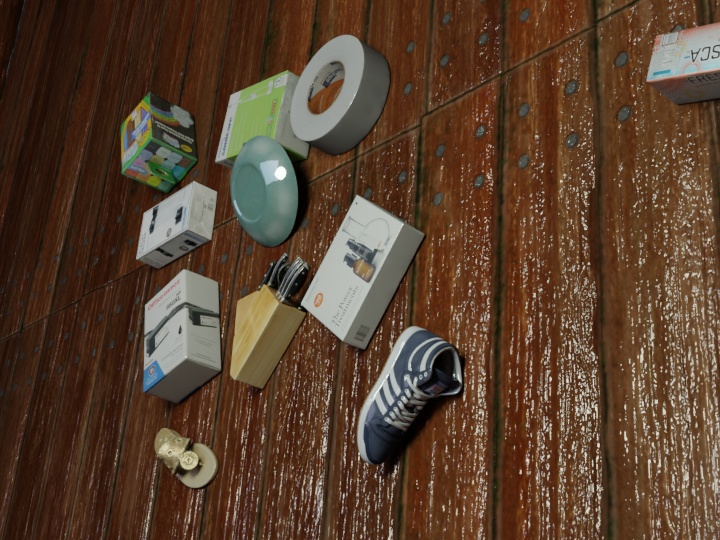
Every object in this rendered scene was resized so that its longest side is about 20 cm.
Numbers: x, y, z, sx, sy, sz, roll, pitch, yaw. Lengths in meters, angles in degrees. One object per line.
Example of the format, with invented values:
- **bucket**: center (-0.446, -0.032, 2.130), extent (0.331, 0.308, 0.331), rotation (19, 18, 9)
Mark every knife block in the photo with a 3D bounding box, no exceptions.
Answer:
- **knife block**: center (-0.136, 0.079, 1.681), extent (0.175, 0.064, 0.202), rotation (-24, 53, 44)

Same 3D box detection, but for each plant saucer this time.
- **plant saucer**: center (-0.187, -0.141, 1.814), extent (0.200, 0.038, 0.203), rotation (13, 107, 47)

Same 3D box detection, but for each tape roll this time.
- **tape roll**: center (-0.038, -0.308, 1.767), extent (0.200, 0.066, 0.202), rotation (-29, 49, 40)

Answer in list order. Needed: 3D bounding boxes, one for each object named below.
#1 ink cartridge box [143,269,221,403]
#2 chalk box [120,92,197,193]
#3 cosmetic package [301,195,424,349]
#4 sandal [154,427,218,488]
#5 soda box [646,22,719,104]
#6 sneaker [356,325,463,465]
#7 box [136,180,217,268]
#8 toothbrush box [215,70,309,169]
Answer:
- **ink cartridge box**: center (-0.337, 0.123, 1.894), extent (0.144, 0.084, 0.202), rotation (-37, 45, 33)
- **chalk box**: center (-0.443, -0.263, 2.204), extent (0.124, 0.124, 0.201), rotation (-40, 42, 31)
- **cosmetic package**: center (0.000, 0.000, 1.566), extent (0.201, 0.051, 0.151), rotation (-63, 34, 5)
- **sandal**: center (-0.335, 0.328, 1.792), extent (0.211, 0.069, 0.078), rotation (16, 84, 54)
- **soda box**: center (0.428, -0.241, 1.139), extent (0.199, 0.068, 0.064), rotation (1, 72, 52)
- **sneaker**: center (0.069, 0.178, 1.365), extent (0.108, 0.070, 0.202), rotation (14, 80, 55)
- **box**: center (-0.383, -0.092, 2.089), extent (0.199, 0.060, 0.118), rotation (-23, 54, 44)
- **toothbrush box**: center (-0.177, -0.275, 1.907), extent (0.199, 0.086, 0.147), rotation (-9, 65, 48)
